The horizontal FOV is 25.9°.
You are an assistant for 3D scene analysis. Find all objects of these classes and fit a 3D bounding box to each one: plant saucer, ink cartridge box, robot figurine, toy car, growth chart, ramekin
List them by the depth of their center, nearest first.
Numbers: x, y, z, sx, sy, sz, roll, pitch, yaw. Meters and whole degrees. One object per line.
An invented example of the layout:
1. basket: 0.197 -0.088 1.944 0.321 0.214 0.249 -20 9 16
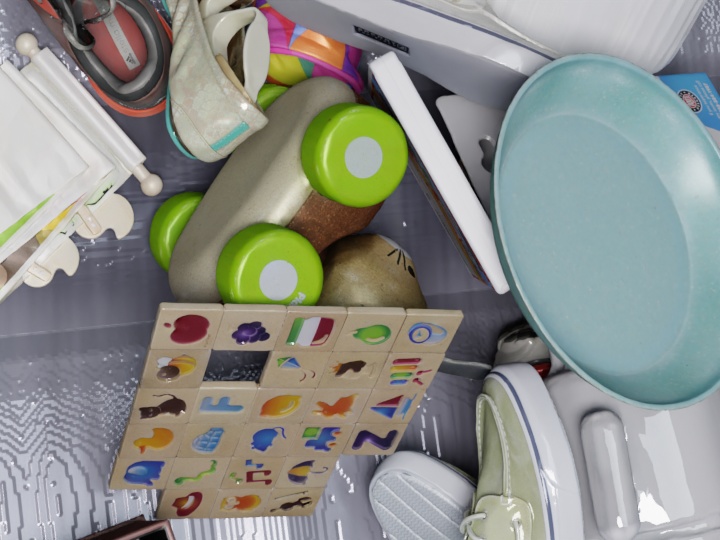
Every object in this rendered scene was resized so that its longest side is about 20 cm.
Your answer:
1. plant saucer: 0.139 -0.019 0.860 0.199 0.036 0.202 13 67 -33
2. growth chart: -0.227 -0.047 0.922 0.199 0.018 0.145 -35 94 -22
3. toy car: 0.000 0.000 0.924 0.200 0.164 0.158 38 84 -25
4. robot figurine: 0.167 0.117 0.925 0.169 0.112 0.202 4 71 -62
5. ink cartridge box: 0.142 -0.053 0.965 0.199 0.068 0.117 -7 56 -24
6. ramekin: 0.133 -0.206 0.993 0.199 0.098 0.201 15 34 -10

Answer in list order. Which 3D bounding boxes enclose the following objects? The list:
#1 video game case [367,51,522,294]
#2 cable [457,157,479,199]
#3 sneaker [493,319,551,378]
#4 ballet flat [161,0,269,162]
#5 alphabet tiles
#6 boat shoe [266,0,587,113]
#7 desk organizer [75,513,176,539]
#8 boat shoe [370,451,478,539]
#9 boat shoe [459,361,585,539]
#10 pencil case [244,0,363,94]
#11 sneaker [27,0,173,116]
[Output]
1. video game case: 0.046 -0.056 0.932 0.017 0.200 0.144 -29 92 2
2. cable: 0.138 -0.054 1.038 0.200 0.050 0.097 37 64 -9
3. sneaker: 0.180 0.070 1.034 0.198 0.077 0.086 -4 99 -15
4. ballet flat: -0.082 -0.150 0.932 0.067 0.062 0.201 37 35 -48
5. alphabet tiles: -0.049 0.084 0.880 0.166 0.201 0.008 2 50 -20
6. boat shoe: 0.045 -0.153 0.911 0.199 0.071 0.070 22 77 7
7. desk organizer: -0.192 0.202 0.860 0.199 0.077 0.072 -19 87 -22
8. boat shoe: 0.091 0.176 0.976 0.200 0.072 0.062 41 39 -9
9. boat shoe: 0.089 0.154 0.887 0.062 0.072 0.202 -8 87 -17
10. pencil case: -0.017 -0.208 0.993 0.088 0.088 0.201 19 75 -16
11. sneaker: -0.172 -0.182 0.921 0.077 0.082 0.200 -39 96 2
